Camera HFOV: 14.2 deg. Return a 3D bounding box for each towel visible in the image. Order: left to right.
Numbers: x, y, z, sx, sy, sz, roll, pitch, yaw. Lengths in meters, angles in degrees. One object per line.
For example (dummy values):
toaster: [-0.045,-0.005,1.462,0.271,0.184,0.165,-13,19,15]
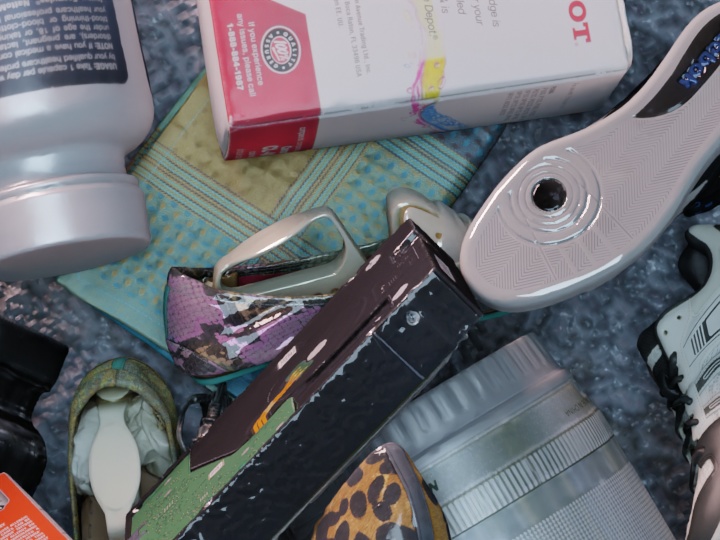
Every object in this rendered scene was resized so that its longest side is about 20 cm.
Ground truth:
towel: [-0.040,-0.035,1.456,0.146,0.022,0.200,36,84,1]

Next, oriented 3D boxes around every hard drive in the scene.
hard drive: [-0.029,0.069,1.315,0.038,0.140,0.200,44,94,-9]

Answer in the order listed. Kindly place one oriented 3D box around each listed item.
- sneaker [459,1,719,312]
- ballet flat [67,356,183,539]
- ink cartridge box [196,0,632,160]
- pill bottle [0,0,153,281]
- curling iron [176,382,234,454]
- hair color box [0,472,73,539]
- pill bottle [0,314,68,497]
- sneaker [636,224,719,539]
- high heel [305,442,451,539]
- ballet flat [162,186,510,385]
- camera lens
sneaker: [0.134,-0.036,1.409,0.200,0.112,0.073,-41,71,-9]
ballet flat: [-0.113,0.142,1.417,0.070,0.071,0.202,-5,86,-1]
ink cartridge box: [0.019,-0.143,1.419,0.199,0.086,0.149,-7,80,-8]
pill bottle: [-0.164,-0.102,1.404,0.119,0.120,0.201,-11,81,-1]
curling iron: [-0.067,0.155,1.426,0.025,0.050,0.201,-3,98,16]
hair color box: [-0.123,0.181,1.286,0.061,0.200,0.102,-32,124,-16]
pill bottle: [-0.219,0.111,1.396,0.111,0.112,0.201,24,85,1]
sneaker: [0.172,0.063,1.404,0.087,0.076,0.201,14,53,7]
high heel: [-0.028,0.136,1.310,0.071,0.199,0.144,-6,100,-37]
ballet flat: [0.000,0.000,1.405,0.199,0.069,0.072,-13,112,-7]
camera lens: [0.072,0.151,1.371,0.159,0.160,0.201,-30,86,-3]
